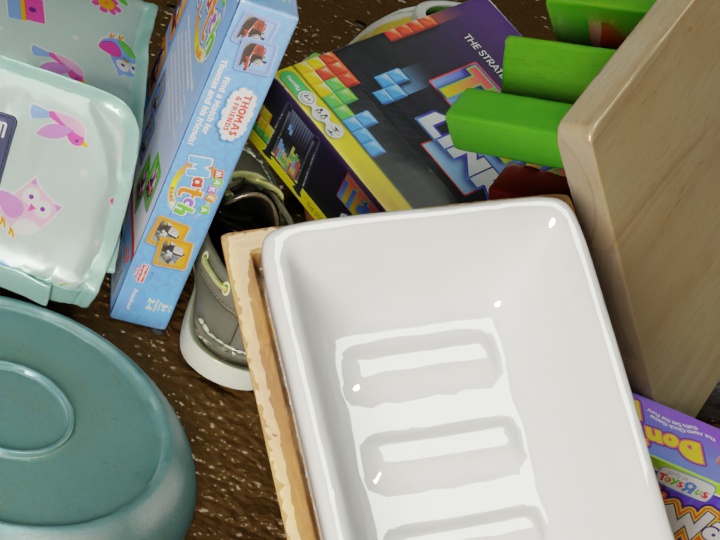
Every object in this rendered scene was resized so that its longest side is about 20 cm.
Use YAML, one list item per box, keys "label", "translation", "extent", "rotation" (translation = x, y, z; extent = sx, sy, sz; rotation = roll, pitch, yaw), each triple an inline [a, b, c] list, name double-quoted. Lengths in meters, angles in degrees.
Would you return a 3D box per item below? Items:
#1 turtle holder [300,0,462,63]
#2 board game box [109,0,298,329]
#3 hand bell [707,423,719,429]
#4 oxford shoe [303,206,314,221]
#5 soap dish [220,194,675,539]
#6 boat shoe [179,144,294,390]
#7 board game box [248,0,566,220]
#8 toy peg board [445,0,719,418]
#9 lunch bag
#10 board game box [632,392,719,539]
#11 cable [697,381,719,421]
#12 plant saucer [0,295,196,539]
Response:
- label: "turtle holder"
  translation: [0.028, -0.103, 1.126]
  extent: [0.184, 0.132, 0.141]
  rotation: [16, 33, -17]
- label: "board game box"
  translation: [-0.088, -0.092, 0.960]
  extent: [0.036, 0.201, 0.152]
  rotation: [15, 33, -17]
- label: "hand bell"
  translation: [0.232, 0.091, 0.991]
  extent: [0.199, 0.105, 0.104]
  rotation: [-12, 33, 9]
- label: "oxford shoe"
  translation: [0.000, 0.000, 0.979]
  extent: [0.071, 0.071, 0.201]
  rotation: [31, 29, -42]
- label: "soap dish"
  translation: [0.035, 0.074, 0.727]
  extent: [0.156, 0.081, 0.201]
  rotation: [-7, 69, -18]
- label: "boat shoe"
  translation: [-0.064, -0.018, 1.001]
  extent: [0.072, 0.060, 0.202]
  rotation: [17, 33, -16]
- label: "board game box"
  translation: [0.063, -0.044, 0.966]
  extent: [0.165, 0.057, 0.200]
  rotation: [-26, 68, -35]
- label: "toy peg board"
  translation: [0.139, -0.057, 0.879]
  extent: [0.097, 0.200, 0.200]
  rotation: [15, 50, 36]
- label: "lunch bag"
  translation: [-0.202, -0.076, 0.935]
  extent: [0.169, 0.122, 0.201]
  rotation: [18, 40, -16]
- label: "board game box"
  translation: [0.094, 0.116, 0.849]
  extent: [0.199, 0.135, 0.045]
  rotation: [23, 32, -5]
- label: "cable"
  translation: [0.227, 0.016, 1.102]
  extent: [0.199, 0.070, 0.200]
  rotation: [11, 36, 17]
- label: "plant saucer"
  translation: [-0.167, 0.071, 0.830]
  extent: [0.199, 0.028, 0.201]
  rotation: [19, 32, -13]
